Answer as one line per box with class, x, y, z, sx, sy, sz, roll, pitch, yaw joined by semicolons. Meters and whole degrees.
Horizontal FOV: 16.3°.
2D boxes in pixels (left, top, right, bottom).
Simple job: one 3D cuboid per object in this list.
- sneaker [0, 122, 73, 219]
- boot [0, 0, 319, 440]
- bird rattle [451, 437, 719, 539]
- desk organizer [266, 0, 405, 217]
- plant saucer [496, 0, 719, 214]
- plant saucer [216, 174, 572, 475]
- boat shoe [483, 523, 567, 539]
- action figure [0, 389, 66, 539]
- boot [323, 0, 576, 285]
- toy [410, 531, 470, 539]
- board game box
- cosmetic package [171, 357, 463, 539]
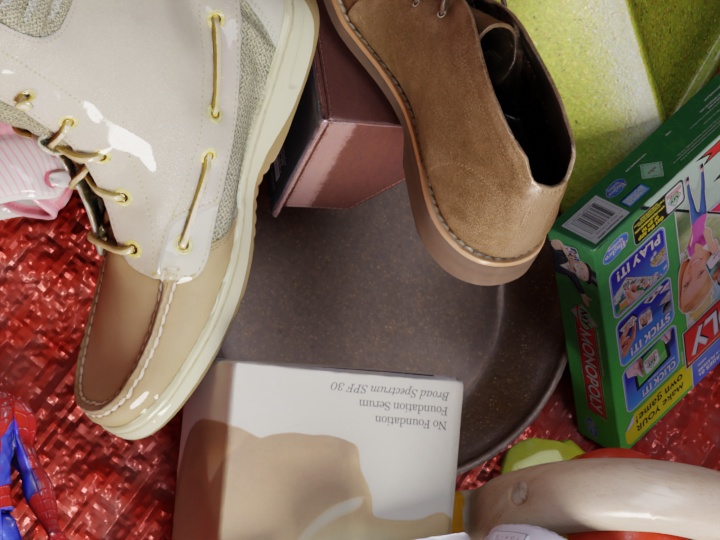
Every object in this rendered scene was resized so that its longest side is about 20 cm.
sneaker;-0.123;-0.083;1.064;0.200;0.075;0.105;-28;86;-13
boot;-0.110;-0.044;0.986;0.154;0.072;0.201;21;86;-40
bird rattle;0.124;0.117;1.040;0.163;0.200;0.113;19;72;-41
desk organizer;-0.004;-0.124;1.095;0.077;0.072;0.201;3;58;-20
plant saucer;0.128;-0.152;1.119;0.200;0.048;0.200;-57;140;-35
plant saucer;0.000;0.000;1.115;0.200;0.037;0.201;5;74;-20
boat shoe;0.116;0.175;1.002;0.200;0.072;0.062;34;67;-18
action figure;-0.153;0.115;1.020;0.065;0.052;0.201;-3;74;-18
boot;0.038;-0.098;1.006;0.073;0.076;0.200;-7;61;-26
toy;0.003;0.209;0.966;0.115;0.047;0.201;-7;90;-14
board game box;0.166;-0.026;1.141;0.029;0.135;0.200;29;58;36
cosmetic package;-0.023;0.138;1.024;0.105;0.071;0.201;4;87;-19
